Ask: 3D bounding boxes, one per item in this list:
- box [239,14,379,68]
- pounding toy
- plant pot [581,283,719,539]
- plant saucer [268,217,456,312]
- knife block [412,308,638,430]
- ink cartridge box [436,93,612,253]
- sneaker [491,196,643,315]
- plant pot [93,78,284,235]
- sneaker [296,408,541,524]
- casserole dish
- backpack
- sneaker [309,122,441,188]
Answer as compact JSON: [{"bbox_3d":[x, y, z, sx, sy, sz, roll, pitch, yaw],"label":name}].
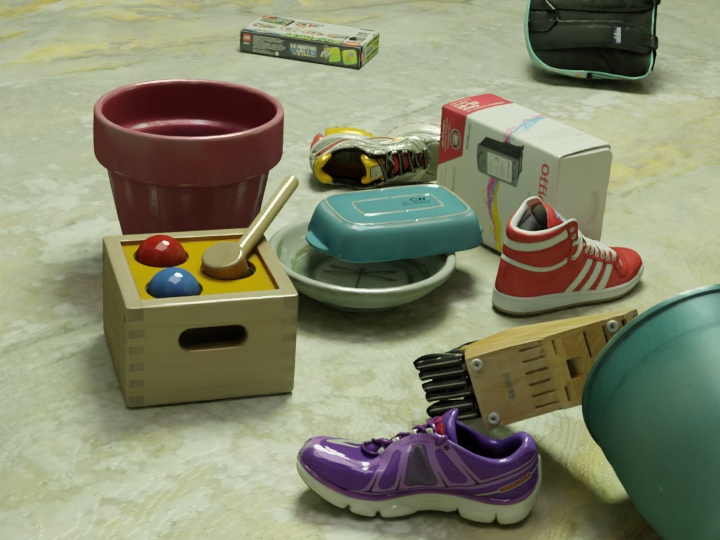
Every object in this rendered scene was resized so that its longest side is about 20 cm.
[{"bbox_3d":[-0.080,-0.363,2.358,0.199,0.035,0.110,11,26,14],"label":"box"},{"bbox_3d":[-0.135,0.014,1.403,0.199,0.143,0.184,-4,26,-17],"label":"pounding toy"},{"bbox_3d":[0.294,0.145,1.142,0.199,0.201,0.188,-3,40,-14],"label":"plant pot"},{"bbox_3d":[0.000,0.000,1.563,0.199,0.051,0.200,3,24,-1],"label":"plant saucer"},{"bbox_3d":[0.145,0.082,1.298,0.199,0.064,0.176,-17,4,6],"label":"knife block"},{"bbox_3d":[0.179,-0.100,1.690,0.085,0.148,0.200,-14,29,-33],"label":"ink cartridge box"},{"bbox_3d":[0.228,-0.026,1.577,0.199,0.113,0.071,-13,30,-33],"label":"sneaker"},{"bbox_3d":[-0.181,-0.089,1.576,0.199,0.180,0.200,3,25,-1],"label":"plant pot"},{"bbox_3d":[0.048,0.148,1.210,0.199,0.084,0.081,3,24,0],"label":"sneaker"},{"bbox_3d":[0.038,-0.054,1.582,0.199,0.039,0.121,-6,27,-23],"label":"casserole dish"},{"bbox_3d":[0.348,-0.381,2.299,0.199,0.177,0.153,2,8,-3],"label":"backpack"},{"bbox_3d":[0.034,-0.131,1.838,0.199,0.078,0.082,-3,28,7],"label":"sneaker"}]
